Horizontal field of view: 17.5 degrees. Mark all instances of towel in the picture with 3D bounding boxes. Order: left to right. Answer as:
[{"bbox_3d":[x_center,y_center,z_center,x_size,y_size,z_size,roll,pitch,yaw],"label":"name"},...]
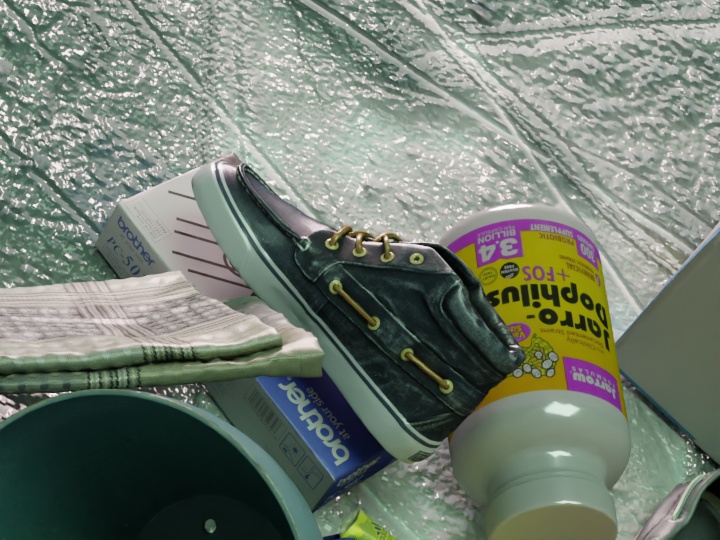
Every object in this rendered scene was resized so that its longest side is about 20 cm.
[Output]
[{"bbox_3d":[-0.132,0.029,1.162,0.198,0.192,0.035,-2,97,-17],"label":"towel"}]

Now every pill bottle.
[{"bbox_3d":[0.099,0.068,1.338,0.103,0.104,0.201,13,49,-23],"label":"pill bottle"}]

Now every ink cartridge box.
[{"bbox_3d":[-0.052,0.033,1.314,0.094,0.044,0.200,-27,72,-41],"label":"ink cartridge box"},{"bbox_3d":[0.283,0.015,1.464,0.147,0.146,0.200,42,44,5],"label":"ink cartridge box"}]

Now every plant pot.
[{"bbox_3d":[-0.094,0.157,1.108,0.200,0.200,0.135,51,13,14],"label":"plant pot"}]

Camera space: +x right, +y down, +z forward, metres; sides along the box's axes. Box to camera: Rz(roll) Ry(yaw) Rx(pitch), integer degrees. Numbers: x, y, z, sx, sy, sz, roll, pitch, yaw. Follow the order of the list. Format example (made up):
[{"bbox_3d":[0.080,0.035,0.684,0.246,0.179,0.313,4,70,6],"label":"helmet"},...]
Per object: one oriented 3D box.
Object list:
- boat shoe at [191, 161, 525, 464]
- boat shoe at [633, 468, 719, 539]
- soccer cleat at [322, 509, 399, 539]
[{"bbox_3d":[0.000,0.000,1.263,0.201,0.091,0.071,50,14,6],"label":"boat shoe"},{"bbox_3d":[0.173,0.183,1.320,0.073,0.062,0.200,38,44,1],"label":"boat shoe"},{"bbox_3d":[0.018,0.170,1.226,0.199,0.065,0.084,16,66,-17],"label":"soccer cleat"}]
